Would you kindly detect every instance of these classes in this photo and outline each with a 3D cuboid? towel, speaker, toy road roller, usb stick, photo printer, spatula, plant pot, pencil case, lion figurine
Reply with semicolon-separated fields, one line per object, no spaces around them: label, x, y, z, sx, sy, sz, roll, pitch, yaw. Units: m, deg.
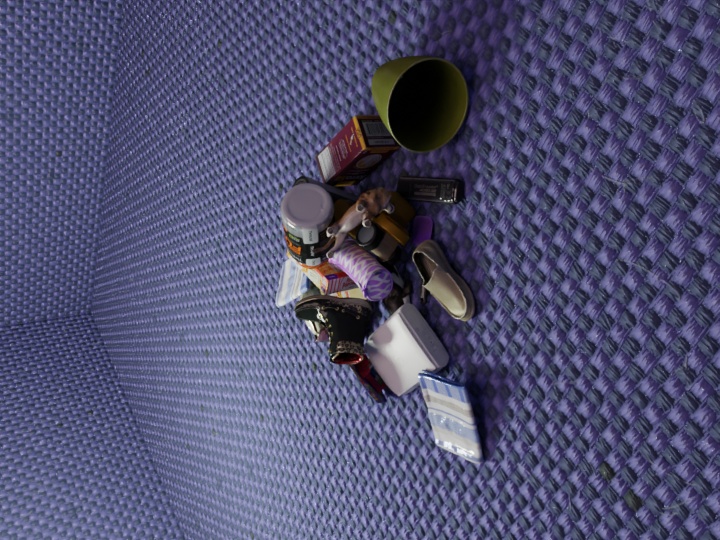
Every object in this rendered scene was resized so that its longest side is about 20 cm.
towel;-0.186;0.014;1.935;0.199;0.023;0.150;-29;48;54
towel;0.198;0.323;1.484;0.145;0.024;0.204;13;125;51
speaker;-0.073;-0.165;1.657;0.080;0.197;0.083;-20;63;45
toy road roller;0.038;-0.120;1.570;0.147;0.122;0.199;-53;48;2
usb stick;0.150;-0.179;1.497;0.198;0.032;0.057;13;100;52
photo printer;0.098;0.194;1.584;0.168;0.069;0.200;55;138;10
spatula;0.144;-0.022;1.543;0.056;0.020;0.206;6;103;45
plant pot;0.102;-0.373;1.430;0.200;0.183;0.191;-129;45;-55
pencil case;0.000;0.000;1.591;0.200;0.084;0.085;43;157;53
lion figurine;-0.018;-0.108;1.467;0.197;0.123;0.073;-30;104;17

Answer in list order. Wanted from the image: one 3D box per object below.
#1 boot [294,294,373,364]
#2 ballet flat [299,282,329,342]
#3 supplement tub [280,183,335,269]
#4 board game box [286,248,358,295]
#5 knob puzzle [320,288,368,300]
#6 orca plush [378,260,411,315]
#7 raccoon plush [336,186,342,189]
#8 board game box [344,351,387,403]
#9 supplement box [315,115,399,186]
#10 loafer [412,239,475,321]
boot;-0.073;0.141;1.611;0.074;0.198;0.157;76;-162;-51
ballet flat;-0.133;0.108;1.903;0.069;0.070;0.204;-39;65;50
supplement tub;-0.117;-0.095;1.551;0.124;0.120;0.202;60;165;27
board game box;-0.078;-0.019;1.737;0.199;0.149;0.047;41;129;41
knob puzzle;-0.026;0.096;1.789;0.217;0.030;0.226;14;107;52
orca plush;0.066;0.029;1.617;0.104;0.070;0.206;-5;92;53
raccoon plush;-0.114;-0.192;1.766;0.096;0.132;0.206;-13;86;54
board game box;0.024;0.250;1.665;0.039;0.200;0.159;-37;75;5
supplement box;-0.010;-0.286;1.629;0.199;0.108;0.088;-34;70;51
loafer;0.173;0.027;1.465;0.202;0.067;0.076;57;137;20
